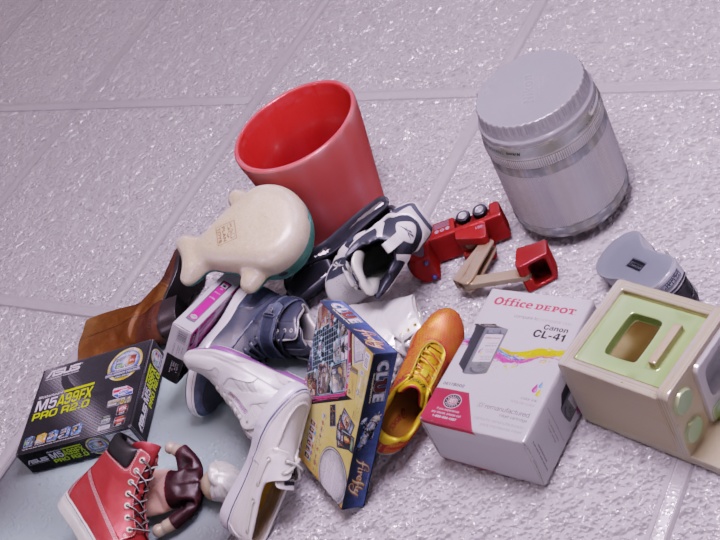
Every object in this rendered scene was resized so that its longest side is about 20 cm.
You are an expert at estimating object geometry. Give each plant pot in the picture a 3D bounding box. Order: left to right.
[{"bbox_3d":[-0.060,-0.146,1.739,0.197,0.178,0.202,-19,38,15],"label":"plant pot"}]

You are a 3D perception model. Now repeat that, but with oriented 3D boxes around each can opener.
[{"bbox_3d":[-0.029,-0.030,1.688,0.199,0.063,0.079,-40,62,-1],"label":"can opener"}]

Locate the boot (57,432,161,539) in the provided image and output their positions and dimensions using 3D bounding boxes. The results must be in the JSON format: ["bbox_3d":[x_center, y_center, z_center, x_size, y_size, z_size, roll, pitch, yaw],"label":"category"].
[{"bbox_3d":[-0.273,0.295,1.453,0.145,0.072,0.200,-49,57,3],"label":"boot"}]

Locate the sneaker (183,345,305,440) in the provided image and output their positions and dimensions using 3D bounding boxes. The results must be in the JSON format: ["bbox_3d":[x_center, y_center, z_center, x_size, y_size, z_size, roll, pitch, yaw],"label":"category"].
[{"bbox_3d":[-0.147,0.160,1.516,0.197,0.075,0.101,21,83,18],"label":"sneaker"}]

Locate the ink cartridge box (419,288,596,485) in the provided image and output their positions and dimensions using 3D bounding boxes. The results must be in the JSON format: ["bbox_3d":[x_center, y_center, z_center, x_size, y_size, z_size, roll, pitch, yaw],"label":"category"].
[{"bbox_3d":[0.179,0.127,1.361,0.146,0.086,0.201,7,53,39],"label":"ink cartridge box"}]

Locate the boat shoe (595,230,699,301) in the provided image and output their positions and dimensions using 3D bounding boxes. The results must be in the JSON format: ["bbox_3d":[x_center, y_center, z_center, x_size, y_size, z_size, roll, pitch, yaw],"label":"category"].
[{"bbox_3d":[0.339,0.008,1.393,0.074,0.068,0.199,-47,15,-2],"label":"boat shoe"}]

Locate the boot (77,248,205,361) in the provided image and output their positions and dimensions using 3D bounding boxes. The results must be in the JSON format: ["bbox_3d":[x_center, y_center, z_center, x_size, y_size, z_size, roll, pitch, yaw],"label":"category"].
[{"bbox_3d":[-0.336,0.057,1.826,0.198,0.068,0.191,-22,46,24],"label":"boot"}]

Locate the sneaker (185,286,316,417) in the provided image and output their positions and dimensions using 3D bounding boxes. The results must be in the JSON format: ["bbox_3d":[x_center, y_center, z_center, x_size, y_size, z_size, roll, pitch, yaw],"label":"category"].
[{"bbox_3d":[-0.140,0.117,1.598,0.144,0.077,0.204,15,67,34],"label":"sneaker"}]

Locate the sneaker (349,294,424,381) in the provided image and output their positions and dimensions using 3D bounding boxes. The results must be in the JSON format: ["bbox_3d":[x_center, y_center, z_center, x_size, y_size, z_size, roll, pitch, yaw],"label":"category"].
[{"bbox_3d":[0.036,0.111,1.487,0.114,0.074,0.202,-14,46,16],"label":"sneaker"}]

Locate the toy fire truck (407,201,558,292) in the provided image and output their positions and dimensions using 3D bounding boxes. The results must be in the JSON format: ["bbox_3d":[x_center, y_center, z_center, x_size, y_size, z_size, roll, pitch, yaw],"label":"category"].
[{"bbox_3d":[0.153,-0.018,1.563,0.197,0.049,0.142,-20,42,17],"label":"toy fire truck"}]

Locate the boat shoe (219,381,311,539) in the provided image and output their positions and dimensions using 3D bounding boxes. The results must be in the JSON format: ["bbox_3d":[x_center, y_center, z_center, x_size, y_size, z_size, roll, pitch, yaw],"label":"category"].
[{"bbox_3d":[-0.098,0.233,1.408,0.069,0.071,0.202,30,96,37],"label":"boat shoe"}]

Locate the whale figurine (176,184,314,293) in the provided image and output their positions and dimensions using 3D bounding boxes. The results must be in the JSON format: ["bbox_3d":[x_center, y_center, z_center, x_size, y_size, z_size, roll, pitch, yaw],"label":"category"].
[{"bbox_3d":[-0.155,-0.034,1.643,0.197,0.104,0.161,-21,62,13],"label":"whale figurine"}]

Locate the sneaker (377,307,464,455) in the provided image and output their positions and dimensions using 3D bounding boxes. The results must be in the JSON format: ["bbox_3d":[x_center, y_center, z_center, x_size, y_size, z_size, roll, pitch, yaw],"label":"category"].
[{"bbox_3d":[0.076,0.131,1.423,0.072,0.077,0.202,28,67,-1],"label":"sneaker"}]

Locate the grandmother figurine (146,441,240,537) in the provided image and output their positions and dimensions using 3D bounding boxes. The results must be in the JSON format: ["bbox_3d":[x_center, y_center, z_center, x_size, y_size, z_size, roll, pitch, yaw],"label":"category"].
[{"bbox_3d":[-0.237,0.276,1.513,0.197,0.060,0.123,-10,70,21],"label":"grandmother figurine"}]

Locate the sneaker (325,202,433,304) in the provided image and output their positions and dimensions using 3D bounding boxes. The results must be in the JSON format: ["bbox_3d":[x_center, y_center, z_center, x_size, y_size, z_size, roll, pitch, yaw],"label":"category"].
[{"bbox_3d":[0.000,0.000,1.554,0.198,0.080,0.129,-33,4,36],"label":"sneaker"}]

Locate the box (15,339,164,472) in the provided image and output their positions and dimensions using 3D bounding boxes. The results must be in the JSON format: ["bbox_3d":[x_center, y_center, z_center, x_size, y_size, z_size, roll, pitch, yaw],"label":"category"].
[{"bbox_3d":[-0.384,0.194,1.706,0.197,0.045,0.162,-15,42,20],"label":"box"}]

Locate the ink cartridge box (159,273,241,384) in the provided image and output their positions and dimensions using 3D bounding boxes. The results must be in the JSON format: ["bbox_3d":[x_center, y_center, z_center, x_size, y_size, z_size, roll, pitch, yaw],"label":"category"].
[{"bbox_3d":[-0.210,0.066,1.659,0.037,0.096,0.200,26,36,7],"label":"ink cartridge box"}]

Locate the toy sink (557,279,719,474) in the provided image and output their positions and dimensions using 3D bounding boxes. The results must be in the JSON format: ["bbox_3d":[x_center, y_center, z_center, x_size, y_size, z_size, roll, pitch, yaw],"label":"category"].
[{"bbox_3d":[0.331,0.108,1.255,0.198,0.113,0.131,20,61,45],"label":"toy sink"}]

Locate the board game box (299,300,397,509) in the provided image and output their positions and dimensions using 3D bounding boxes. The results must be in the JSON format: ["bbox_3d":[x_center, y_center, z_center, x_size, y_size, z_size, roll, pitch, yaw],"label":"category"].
[{"bbox_3d":[-0.022,0.155,1.397,0.034,0.203,0.135,-2,25,-31],"label":"board game box"}]

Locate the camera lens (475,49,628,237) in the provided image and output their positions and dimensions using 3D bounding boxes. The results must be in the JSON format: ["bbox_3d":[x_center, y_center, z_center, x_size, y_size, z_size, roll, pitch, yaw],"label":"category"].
[{"bbox_3d":[0.247,-0.157,1.525,0.158,0.201,0.161,-18,40,16],"label":"camera lens"}]
